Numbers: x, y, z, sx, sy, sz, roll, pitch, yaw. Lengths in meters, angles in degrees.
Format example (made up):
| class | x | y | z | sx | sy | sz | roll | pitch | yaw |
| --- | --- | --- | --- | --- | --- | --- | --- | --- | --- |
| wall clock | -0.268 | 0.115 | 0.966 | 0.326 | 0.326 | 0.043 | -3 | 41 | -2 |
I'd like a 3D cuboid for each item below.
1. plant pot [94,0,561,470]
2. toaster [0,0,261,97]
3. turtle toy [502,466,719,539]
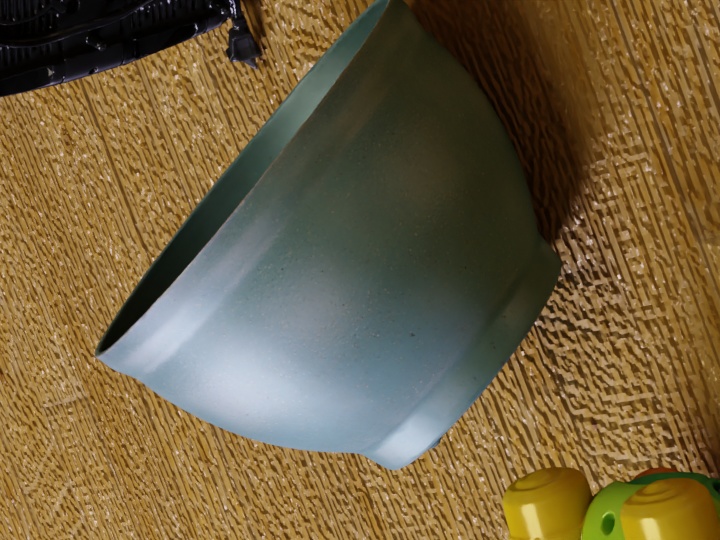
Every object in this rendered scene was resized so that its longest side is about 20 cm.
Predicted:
| class | x | y | z | sx | sy | sz | roll | pitch | yaw |
| --- | --- | --- | --- | --- | --- | --- | --- | --- | --- |
| plant pot | 0.000 | 0.000 | 1.230 | 0.134 | 0.200 | 0.200 | 40 | 147 | -8 |
| toaster | -0.146 | -0.179 | 1.320 | 0.119 | 0.181 | 0.200 | 38 | 137 | 41 |
| turtle toy | 0.151 | 0.140 | 1.152 | 0.200 | 0.101 | 0.146 | 0 | 109 | 54 |
